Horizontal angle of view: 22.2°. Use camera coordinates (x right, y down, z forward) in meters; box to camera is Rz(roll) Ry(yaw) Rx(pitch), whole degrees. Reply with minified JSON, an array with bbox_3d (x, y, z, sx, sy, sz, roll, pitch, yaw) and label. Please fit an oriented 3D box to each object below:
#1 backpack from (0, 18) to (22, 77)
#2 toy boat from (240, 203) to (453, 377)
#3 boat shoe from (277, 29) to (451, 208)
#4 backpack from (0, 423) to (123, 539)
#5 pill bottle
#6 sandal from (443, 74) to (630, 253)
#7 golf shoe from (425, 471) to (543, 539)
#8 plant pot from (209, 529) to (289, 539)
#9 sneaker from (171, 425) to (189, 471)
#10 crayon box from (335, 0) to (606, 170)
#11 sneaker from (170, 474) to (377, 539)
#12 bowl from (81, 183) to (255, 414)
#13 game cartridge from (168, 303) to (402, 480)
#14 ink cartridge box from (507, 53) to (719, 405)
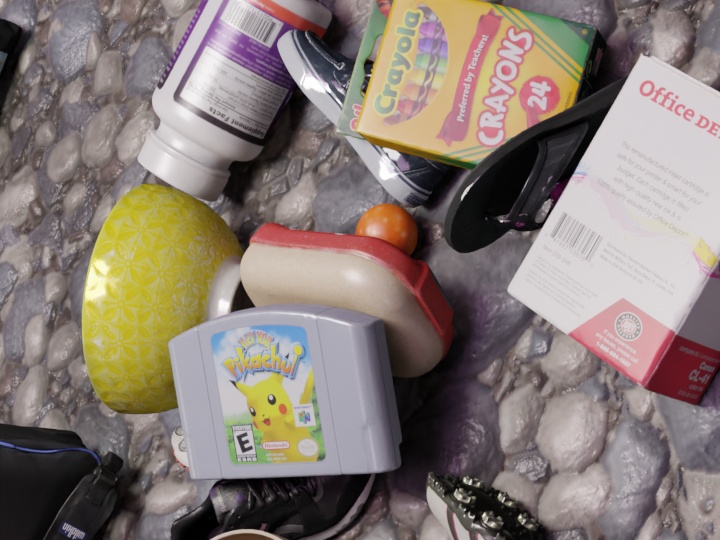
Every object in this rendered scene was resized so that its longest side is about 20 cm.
[{"bbox_3d":[-0.464,-0.180,1.957,0.162,0.153,0.202,18,101,37],"label":"backpack"},{"bbox_3d":[0.000,0.000,1.493,0.199,0.131,0.131,7,50,43],"label":"toy boat"},{"bbox_3d":[0.017,-0.151,1.536,0.091,0.071,0.201,-46,66,15],"label":"boat shoe"},{"bbox_3d":[-0.340,0.231,1.668,0.154,0.198,0.192,25,103,63],"label":"backpack"},{"bbox_3d":[-0.118,-0.168,1.641,0.111,0.111,0.201,38,102,43],"label":"pill bottle"},{"bbox_3d":[0.148,-0.075,1.346,0.200,0.076,0.048,-34,48,-6],"label":"sandal"},{"bbox_3d":[0.102,0.223,1.340,0.200,0.077,0.089,43,113,42],"label":"golf shoe"},{"bbox_3d":[-0.052,0.309,1.408,0.199,0.134,0.202,-16,66,39],"label":"plant pot"},{"bbox_3d":[-0.085,0.111,1.524,0.199,0.078,0.083,-25,90,38],"label":"sneaker"},{"bbox_3d":[0.079,-0.147,1.442,0.198,0.051,0.128,15,87,19],"label":"crayon box"},{"bbox_3d":[-0.073,0.190,1.499,0.200,0.087,0.076,-40,53,25],"label":"sneaker"},{"bbox_3d":[-0.142,0.030,1.564,0.107,0.200,0.202,6,80,20],"label":"bowl"},{"bbox_3d":[-0.064,0.094,1.436,0.199,0.040,0.135,-7,91,34],"label":"game cartridge"},{"bbox_3d":[0.219,-0.029,1.305,0.147,0.085,0.201,38,101,41],"label":"ink cartridge box"}]
